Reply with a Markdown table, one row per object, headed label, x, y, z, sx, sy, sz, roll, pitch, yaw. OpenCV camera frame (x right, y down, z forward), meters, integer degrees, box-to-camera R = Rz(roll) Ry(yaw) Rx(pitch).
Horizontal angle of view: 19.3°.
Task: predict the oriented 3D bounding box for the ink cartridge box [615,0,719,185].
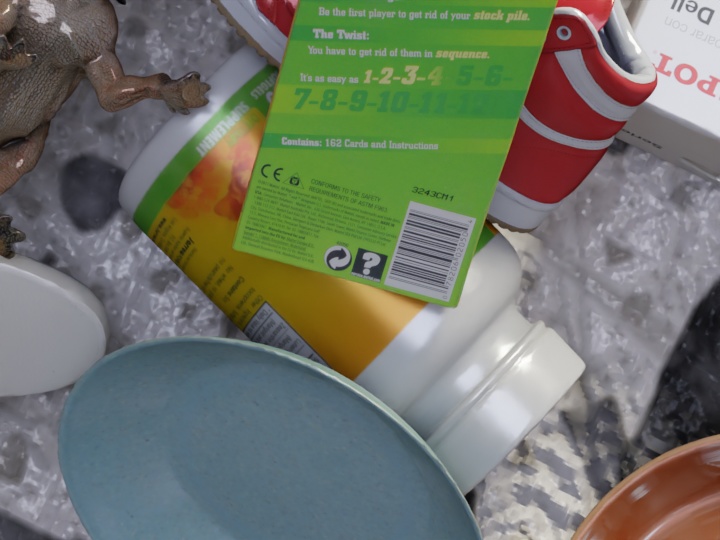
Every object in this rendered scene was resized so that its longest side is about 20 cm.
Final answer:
| label | x | y | z | sx | sy | sz | roll | pitch | yaw |
| --- | --- | --- | --- | --- | --- | --- | --- | --- | --- |
| ink cartridge box | 0.206 | -0.133 | 0.947 | 0.145 | 0.084 | 0.201 | 24 | 86 | 2 |

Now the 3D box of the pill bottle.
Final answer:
| label | x | y | z | sx | sy | sz | roll | pitch | yaw |
| --- | --- | --- | --- | --- | --- | --- | --- | --- | --- |
| pill bottle | 0.000 | 0.000 | 0.923 | 0.200 | 0.111 | 0.111 | 45 | 87 | 2 |

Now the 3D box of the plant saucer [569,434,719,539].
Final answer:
| label | x | y | z | sx | sy | sz | roll | pitch | yaw |
| --- | --- | --- | --- | --- | --- | --- | --- | --- | --- |
| plant saucer | 0.175 | 0.169 | 0.920 | 0.199 | 0.032 | 0.202 | -8 | 65 | 17 |

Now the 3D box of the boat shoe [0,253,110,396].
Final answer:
| label | x | y | z | sx | sy | sz | roll | pitch | yaw |
| --- | --- | --- | --- | --- | --- | --- | --- | --- | --- |
| boat shoe | -0.205 | 0.007 | 0.945 | 0.198 | 0.069 | 0.073 | 3 | 120 | 7 |

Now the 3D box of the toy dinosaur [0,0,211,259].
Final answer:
| label | x | y | z | sx | sy | sz | roll | pitch | yaw |
| --- | --- | --- | --- | --- | --- | --- | --- | --- | --- |
| toy dinosaur | -0.144 | -0.094 | 0.905 | 0.200 | 0.136 | 0.086 | -40 | 125 | 15 |

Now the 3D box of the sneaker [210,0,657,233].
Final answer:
| label | x | y | z | sx | sy | sz | roll | pitch | yaw |
| --- | --- | --- | --- | --- | --- | --- | --- | --- | --- |
| sneaker | 0.031 | -0.111 | 0.874 | 0.199 | 0.071 | 0.112 | 35 | 125 | -15 |

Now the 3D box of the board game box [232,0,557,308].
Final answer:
| label | x | y | z | sx | sy | sz | roll | pitch | yaw |
| --- | --- | --- | --- | --- | --- | --- | --- | --- | --- |
| board game box | 0.020 | -0.087 | 0.813 | 0.095 | 0.030 | 0.201 | 15 | 118 | -5 |

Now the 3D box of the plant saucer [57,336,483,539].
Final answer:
| label | x | y | z | sx | sy | sz | roll | pitch | yaw |
| --- | --- | --- | --- | --- | --- | --- | --- | --- | --- |
| plant saucer | -0.033 | 0.095 | 0.907 | 0.200 | 0.202 | 0.039 | 29 | 45 | 2 |
